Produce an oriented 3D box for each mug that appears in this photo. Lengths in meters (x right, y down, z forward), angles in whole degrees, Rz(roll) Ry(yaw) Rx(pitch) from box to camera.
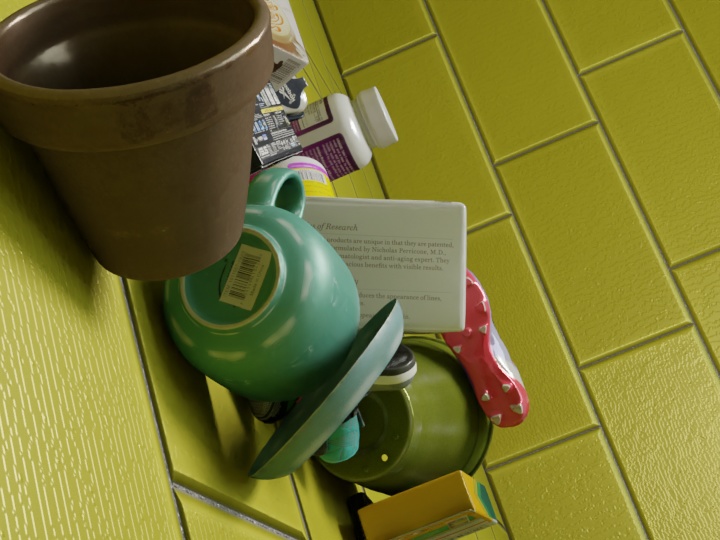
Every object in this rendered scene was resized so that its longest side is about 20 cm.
[{"bbox_3d":[-0.093,0.010,0.983,0.185,0.152,0.114,63,7,24],"label":"mug"}]

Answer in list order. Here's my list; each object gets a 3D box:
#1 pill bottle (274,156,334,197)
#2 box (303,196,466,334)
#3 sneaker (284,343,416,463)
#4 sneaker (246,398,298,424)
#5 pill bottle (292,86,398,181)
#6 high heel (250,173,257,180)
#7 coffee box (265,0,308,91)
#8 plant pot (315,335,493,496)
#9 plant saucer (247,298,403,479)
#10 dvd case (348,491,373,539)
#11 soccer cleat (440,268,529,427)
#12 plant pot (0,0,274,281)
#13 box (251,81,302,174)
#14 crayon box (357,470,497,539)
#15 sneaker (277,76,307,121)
[{"bbox_3d":[-0.070,-0.039,1.487,0.104,0.104,0.201,56,14,-57],"label":"pill bottle"},{"bbox_3d":[0.000,0.000,1.245,0.199,0.199,0.131,142,-50,-83],"label":"box"},{"bbox_3d":[-0.015,0.135,1.187,0.083,0.200,0.121,-26,108,-40],"label":"sneaker"},{"bbox_3d":[-0.113,0.048,1.103,0.085,0.078,0.201,-13,85,-51],"label":"sneaker"},{"bbox_3d":[-0.054,-0.179,1.638,0.112,0.199,0.113,-22,90,-83],"label":"pill bottle"},{"bbox_3d":[-0.159,-0.145,1.289,0.200,0.067,0.096,46,8,-31],"label":"high heel"},{"bbox_3d":[-0.165,-0.291,1.353,0.200,0.080,0.115,18,45,-48],"label":"coffee box"},{"bbox_3d":[0.031,0.171,1.354,0.193,0.200,0.201,15,52,-67],"label":"plant pot"},{"bbox_3d":[-0.024,0.109,1.025,0.027,0.200,0.200,40,9,-2],"label":"plant saucer"},{"bbox_3d":[0.043,0.369,1.404,0.200,0.025,0.151,58,12,-51],"label":"dvd case"},{"bbox_3d":[0.141,0.089,1.372,0.201,0.067,0.076,66,11,4],"label":"soccer cleat"},{"bbox_3d":[-0.149,-0.093,0.831,0.201,0.199,0.175,-102,-176,-56],"label":"plant pot"},{"bbox_3d":[-0.125,-0.172,1.140,0.162,0.049,0.200,65,12,-7],"label":"box"},{"bbox_3d":[0.076,0.277,1.327,0.200,0.125,0.052,48,21,-69],"label":"crayon box"},{"bbox_3d":[-0.128,-0.204,1.452,0.199,0.129,0.080,-81,147,-76],"label":"sneaker"}]
